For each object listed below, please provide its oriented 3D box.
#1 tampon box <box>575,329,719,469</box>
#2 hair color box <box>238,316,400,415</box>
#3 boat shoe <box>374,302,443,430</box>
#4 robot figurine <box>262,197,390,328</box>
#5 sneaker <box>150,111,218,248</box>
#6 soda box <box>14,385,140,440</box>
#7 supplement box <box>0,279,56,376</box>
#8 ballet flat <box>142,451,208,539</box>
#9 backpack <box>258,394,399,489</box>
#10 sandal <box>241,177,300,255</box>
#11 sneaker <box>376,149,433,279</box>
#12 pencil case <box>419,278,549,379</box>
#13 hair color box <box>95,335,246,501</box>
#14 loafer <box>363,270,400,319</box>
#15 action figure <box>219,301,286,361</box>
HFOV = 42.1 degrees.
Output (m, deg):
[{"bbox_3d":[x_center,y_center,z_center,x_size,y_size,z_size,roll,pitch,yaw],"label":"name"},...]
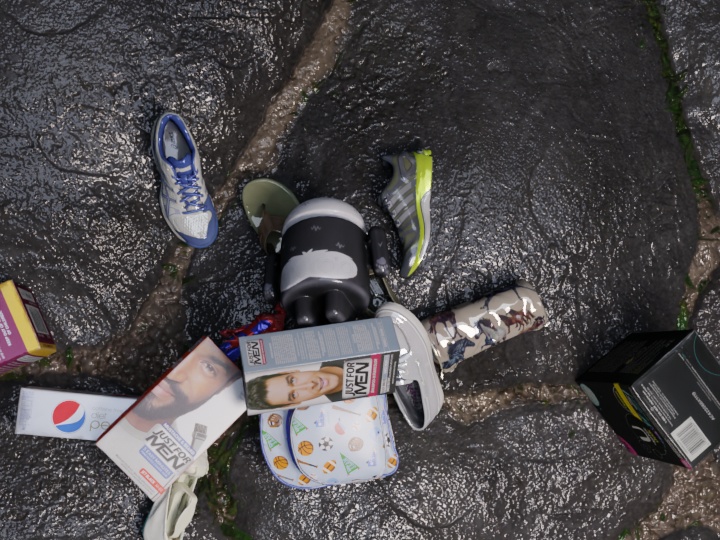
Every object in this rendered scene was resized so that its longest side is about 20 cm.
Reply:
[{"bbox_3d":[0.440,0.185,1.374,0.126,0.200,0.150,-38,91,-10],"label":"tampon box"},{"bbox_3d":[-0.054,0.123,1.209,0.199,0.099,0.061,-7,50,-9],"label":"hair color box"},{"bbox_3d":[0.063,0.142,1.344,0.072,0.069,0.201,-1,122,26],"label":"boat shoe"},{"bbox_3d":[-0.048,-0.003,1.273,0.150,0.125,0.201,9,54,-17],"label":"robot figurine"},{"bbox_3d":[-0.257,-0.129,1.336,0.075,0.088,0.201,-20,90,-13],"label":"sneaker"},{"bbox_3d":[-0.369,0.201,1.298,0.199,0.068,0.064,7,84,-9],"label":"soda box"},{"bbox_3d":[-0.527,0.102,1.249,0.199,0.131,0.104,-24,88,-12],"label":"supplement box"},{"bbox_3d":[-0.247,0.295,1.309,0.069,0.069,0.201,17,86,-8],"label":"ballet flat"},{"bbox_3d":[-0.049,0.222,1.318,0.190,0.154,0.201,-10,90,0],"label":"backpack"},{"bbox_3d":[-0.110,-0.043,1.361,0.079,0.057,0.202,-23,91,6],"label":"sandal"},{"bbox_3d":[0.064,-0.086,1.404,0.081,0.074,0.201,3,77,-3],"label":"sneaker"},{"bbox_3d":[0.185,0.083,1.401,0.199,0.078,0.090,-22,104,-11],"label":"pencil case"},{"bbox_3d":[-0.243,0.196,1.255,0.200,0.064,0.111,-45,98,-13],"label":"hair color box"},{"bbox_3d":[0.000,0.000,1.378,0.075,0.070,0.200,-39,93,-11],"label":"loafer"},{"bbox_3d":[-0.176,0.105,1.342,0.200,0.065,0.052,-35,109,-10],"label":"action figure"}]
